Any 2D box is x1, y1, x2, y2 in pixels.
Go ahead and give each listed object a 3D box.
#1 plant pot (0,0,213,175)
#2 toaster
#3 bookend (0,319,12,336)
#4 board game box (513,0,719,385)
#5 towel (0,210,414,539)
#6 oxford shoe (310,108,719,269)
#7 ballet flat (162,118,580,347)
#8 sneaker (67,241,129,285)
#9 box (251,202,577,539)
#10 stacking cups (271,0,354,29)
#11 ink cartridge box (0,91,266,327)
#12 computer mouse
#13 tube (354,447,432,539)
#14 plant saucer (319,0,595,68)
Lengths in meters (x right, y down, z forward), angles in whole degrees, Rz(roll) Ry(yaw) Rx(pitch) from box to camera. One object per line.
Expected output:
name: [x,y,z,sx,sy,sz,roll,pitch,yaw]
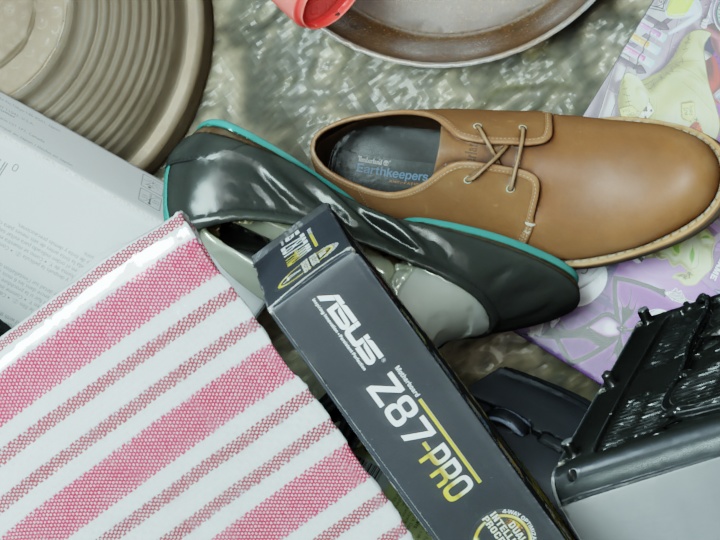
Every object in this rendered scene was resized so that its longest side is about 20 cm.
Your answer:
plant pot: [-0.176,-0.118,1.424,0.200,0.093,0.201,0,87,8]
toaster: [0.202,0.068,1.275,0.200,0.181,0.119,-20,105,25]
bookend: [-0.199,0.116,1.284,0.199,0.092,0.200,37,91,-9]
board game box: [0.152,-0.038,1.407,0.120,0.032,0.200,31,90,5]
towel: [-0.077,0.095,1.237,0.146,0.030,0.200,-35,100,-2]
oxford shoe: [0.070,-0.043,1.372,0.200,0.071,0.071,0,74,21]
ballet flat: [0.000,0.000,1.360,0.200,0.068,0.069,21,66,-5]
sneaker: [-0.126,0.084,1.367,0.074,0.082,0.200,19,118,-10]
box: [0.031,0.071,1.256,0.049,0.161,0.200,-36,98,0]
stacking cups: [-0.077,-0.184,1.404,0.060,0.061,0.200,-43,65,3]
ink cartridge box: [-0.167,0.015,1.402,0.200,0.045,0.176,29,117,-14]
computer mouse: [0.064,0.100,1.369,0.200,0.046,0.140,41,61,9]
tube: [0.049,0.139,1.399,0.200,0.052,0.058,27,121,5]
plant saucer: [0.041,-0.194,1.430,0.200,0.034,0.201,-1,85,8]
